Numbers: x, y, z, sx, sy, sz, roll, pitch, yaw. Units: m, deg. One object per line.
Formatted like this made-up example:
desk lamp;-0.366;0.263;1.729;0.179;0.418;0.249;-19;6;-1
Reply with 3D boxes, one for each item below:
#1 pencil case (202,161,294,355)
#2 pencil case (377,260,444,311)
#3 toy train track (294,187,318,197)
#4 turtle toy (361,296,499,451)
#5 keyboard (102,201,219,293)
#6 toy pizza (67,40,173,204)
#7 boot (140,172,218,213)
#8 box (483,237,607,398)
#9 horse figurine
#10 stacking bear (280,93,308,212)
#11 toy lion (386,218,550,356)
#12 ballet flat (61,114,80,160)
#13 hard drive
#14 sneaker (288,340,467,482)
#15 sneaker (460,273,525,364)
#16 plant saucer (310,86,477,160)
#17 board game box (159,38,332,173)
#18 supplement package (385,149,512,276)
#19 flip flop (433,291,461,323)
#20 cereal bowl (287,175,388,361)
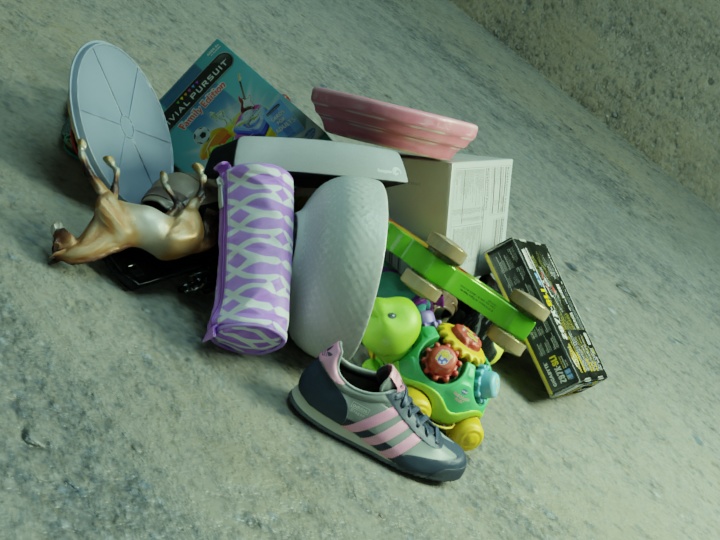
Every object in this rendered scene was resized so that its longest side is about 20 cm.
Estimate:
pencil case;-0.111;-0.016;1.449;0.085;0.084;0.201;19;57;-35
pencil case;0.000;0.000;1.693;0.092;0.085;0.200;-34;61;-20
toy train track;-0.048;-0.074;1.636;0.114;0.033;0.200;4;0;40
turtle toy;0.070;0.096;1.541;0.200;0.101;0.146;28;20;-31
keyboard;-0.179;-0.012;1.498;0.200;0.040;0.104;-18;60;-43
toy pizza;-0.270;-0.155;1.596;0.200;0.032;0.201;-15;90;-69
boot;-0.150;-0.030;1.586;0.200;0.070;0.146;43;30;9
box;0.238;0.059;1.833;0.201;0.049;0.160;66;21;11
horse figurine;-0.215;-0.056;1.444;0.199;0.050;0.133;12;54;-32
stacking bear;-0.068;-0.122;1.848;0.200;0.114;0.121;37;-9;-23
toy lion;0.094;0.001;1.621;0.200;0.069;0.192;33;4;-23
ballet flat;-0.308;-0.191;1.700;0.074;0.074;0.200;26;21;-19
hard drive;-0.061;-0.116;1.585;0.199;0.043;0.135;4;-3;-22
sneaker;0.033;0.141;1.426;0.199;0.082;0.070;27;20;-18
sneaker;0.178;0.072;1.824;0.090;0.078;0.200;40;22;-10
plant saucer;0.036;-0.169;1.689;0.200;0.051;0.201;13;5;-1
board game box;-0.153;-0.163;1.738;0.200;0.151;0.047;42;-2;24
supplement package;0.083;-0.072;1.821;0.151;0.151;0.200;8;9;27
flip flop;0.092;0.039;1.788;0.081;0.058;0.200;36;20;7
cereal bowl;-0.039;-0.006;1.510;0.083;0.201;0.200;11;25;-12
